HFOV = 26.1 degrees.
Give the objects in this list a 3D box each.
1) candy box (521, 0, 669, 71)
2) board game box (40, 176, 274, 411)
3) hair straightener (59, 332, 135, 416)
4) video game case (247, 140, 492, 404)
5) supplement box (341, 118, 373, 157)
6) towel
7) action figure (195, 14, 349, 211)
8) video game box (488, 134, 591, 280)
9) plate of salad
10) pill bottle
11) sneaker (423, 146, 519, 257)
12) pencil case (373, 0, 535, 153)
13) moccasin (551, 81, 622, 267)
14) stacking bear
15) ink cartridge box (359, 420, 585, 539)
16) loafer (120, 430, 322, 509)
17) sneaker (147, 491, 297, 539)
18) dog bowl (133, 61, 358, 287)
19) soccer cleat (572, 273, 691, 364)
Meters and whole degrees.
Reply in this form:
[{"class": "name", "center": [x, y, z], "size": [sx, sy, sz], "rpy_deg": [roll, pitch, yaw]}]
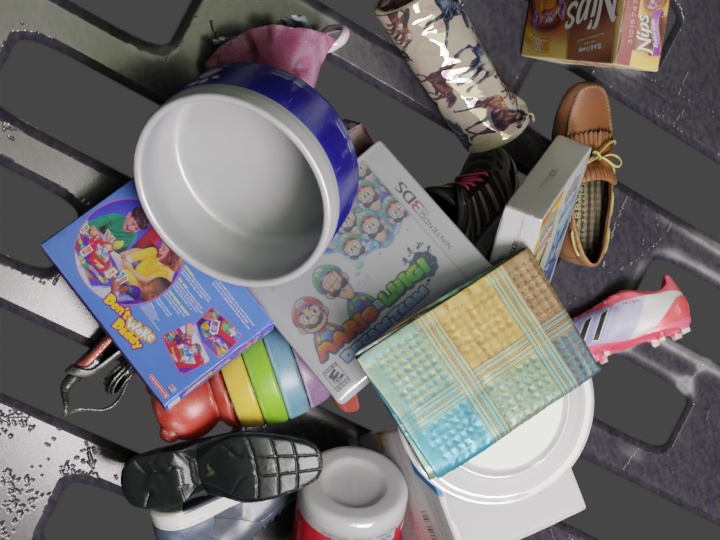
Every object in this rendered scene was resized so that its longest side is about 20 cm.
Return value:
[{"class": "candy box", "center": [0.242, -0.269, 1.596], "size": [0.056, 0.200, 0.117], "rpy_deg": [6, 98, -21]}, {"class": "board game box", "center": [-0.198, 0.017, 1.518], "size": [0.134, 0.045, 0.200], "rpy_deg": [-37, 83, -11]}, {"class": "hair straightener", "center": [-0.223, 0.079, 1.567], "size": [0.200, 0.041, 0.077], "rpy_deg": [-47, 112, -8]}, {"class": "video game case", "center": [0.000, 0.000, 1.525], "size": [0.200, 0.024, 0.182], "rpy_deg": [-41, 71, 1]}, {"class": "supplement box", "center": [-0.004, -0.045, 1.618], "size": [0.109, 0.061, 0.200], "rpy_deg": [-33, 110, -11]}, {"class": "towel", "center": [0.112, 0.088, 1.469], "size": [0.200, 0.022, 0.147], "rpy_deg": [-32, 96, -11]}, {"class": "action figure", "center": [-0.081, -0.142, 1.537], "size": [0.149, 0.134, 0.200], "rpy_deg": [-4, 77, -45]}, {"class": "video game box", "center": [0.173, -0.021, 1.599], "size": [0.047, 0.200, 0.182], "rpy_deg": [19, 122, 14]}, {"class": "plate of salad", "center": [0.129, 0.127, 1.506], "size": [0.200, 0.048, 0.200], "rpy_deg": [0, 90, -11]}, {"class": "pill bottle", "center": [-0.016, 0.287, 1.615], "size": [0.112, 0.112, 0.200], "rpy_deg": [-10, 133, -19]}, {"class": "sneaker", "center": [0.103, -0.070, 1.610], "size": [0.087, 0.074, 0.200], "rpy_deg": [54, 49, -34]}, {"class": "pencil case", "center": [0.101, -0.217, 1.618], "size": [0.089, 0.078, 0.200], "rpy_deg": [-34, 110, 3]}, {"class": "moccasin", "center": [0.247, -0.105, 1.694], "size": [0.074, 0.078, 0.201], "rpy_deg": [3, 99, -22]}, {"class": "stacking bear", "center": [-0.116, 0.113, 1.580], "size": [0.200, 0.114, 0.121], "rpy_deg": [-20, 73, -5]}, {"class": "ink cartridge box", "center": [0.111, 0.208, 1.618], "size": [0.145, 0.200, 0.147], "rpy_deg": [-21, 88, -18]}, {"class": "loafer", "center": [-0.136, 0.192, 1.553], "size": [0.200, 0.072, 0.073], "rpy_deg": [-3, 97, 3]}, {"class": "sneaker", "center": [-0.120, 0.274, 1.629], "size": [0.202, 0.077, 0.146], "rpy_deg": [-18, 115, -26]}, {"class": "dog bowl", "center": [-0.105, -0.089, 1.438], "size": [0.200, 0.200, 0.079], "rpy_deg": [61, 34, -19]}, {"class": "soccer cleat", "center": [0.278, 0.062, 1.754], "size": [0.200, 0.067, 0.076], "rpy_deg": [-15, 74, -12]}]
